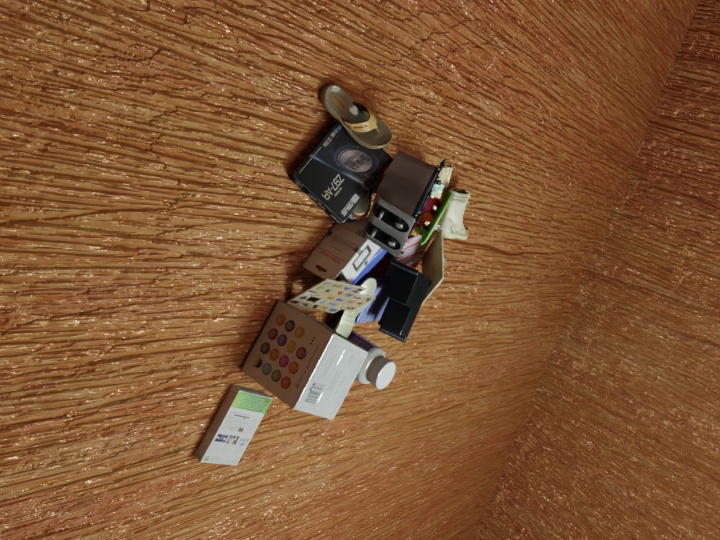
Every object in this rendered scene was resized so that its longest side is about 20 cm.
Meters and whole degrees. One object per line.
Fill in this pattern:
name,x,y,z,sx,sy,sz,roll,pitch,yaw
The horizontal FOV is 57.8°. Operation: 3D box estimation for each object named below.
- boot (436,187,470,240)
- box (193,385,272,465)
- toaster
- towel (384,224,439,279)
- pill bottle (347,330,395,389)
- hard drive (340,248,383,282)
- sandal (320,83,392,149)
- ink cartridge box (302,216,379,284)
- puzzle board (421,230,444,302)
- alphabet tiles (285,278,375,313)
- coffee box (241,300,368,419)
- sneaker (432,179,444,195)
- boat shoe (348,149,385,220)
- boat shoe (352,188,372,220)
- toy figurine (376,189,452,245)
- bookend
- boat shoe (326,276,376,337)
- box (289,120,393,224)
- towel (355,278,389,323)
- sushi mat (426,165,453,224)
boot,0.308,-0.180,2.058,0.199,0.071,0.157,-5,113,-59
box,-0.321,0.397,1.663,0.202,0.036,0.144,-60,146,-2
toaster,0.100,-0.167,1.564,0.202,0.117,0.181,-62,177,-29
towel,0.149,-0.049,1.928,0.145,0.030,0.201,-25,151,-39
pill bottle,-0.001,0.248,1.834,0.112,0.199,0.114,-30,135,-36
hard drive,0.000,0.000,1.741,0.200,0.025,0.132,-46,173,-5
sandal,-0.005,-0.348,1.475,0.199,0.054,0.081,39,70,-21
ink cartridge box,-0.040,-0.047,1.657,0.201,0.115,0.068,-50,143,-17
puzzle board,0.218,-0.009,1.953,0.200,0.017,0.153,116,-23,-65
alphabet tiles,-0.064,0.069,1.660,0.198,0.166,0.008,14,58,-42
coffee box,-0.137,0.227,1.644,0.202,0.196,0.200,-61,147,-3
sneaker,0.186,-0.197,1.848,0.116,0.074,0.203,-12,131,-1
boat shoe,0.011,-0.220,1.657,0.068,0.071,0.203,115,-6,-79
boat shoe,0.003,-0.225,1.590,0.063,0.070,0.204,75,18,-79
toy figurine,0.125,-0.174,1.758,0.151,0.182,0.200,-60,178,-24
bookend,0.106,0.090,1.851,0.203,0.091,0.199,-67,162,-1
boat shoe,-0.028,0.098,1.800,0.073,0.063,0.203,22,104,-43
box,-0.043,-0.235,1.511,0.160,0.043,0.201,42,75,-13
towel,0.051,0.091,1.908,0.146,0.024,0.199,-61,159,10
sushi mat,0.235,-0.220,1.993,0.095,0.012,0.203,-16,125,-46
